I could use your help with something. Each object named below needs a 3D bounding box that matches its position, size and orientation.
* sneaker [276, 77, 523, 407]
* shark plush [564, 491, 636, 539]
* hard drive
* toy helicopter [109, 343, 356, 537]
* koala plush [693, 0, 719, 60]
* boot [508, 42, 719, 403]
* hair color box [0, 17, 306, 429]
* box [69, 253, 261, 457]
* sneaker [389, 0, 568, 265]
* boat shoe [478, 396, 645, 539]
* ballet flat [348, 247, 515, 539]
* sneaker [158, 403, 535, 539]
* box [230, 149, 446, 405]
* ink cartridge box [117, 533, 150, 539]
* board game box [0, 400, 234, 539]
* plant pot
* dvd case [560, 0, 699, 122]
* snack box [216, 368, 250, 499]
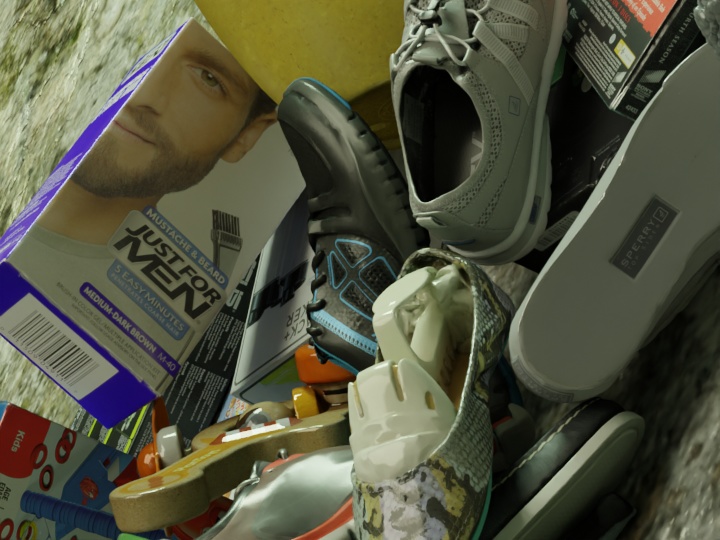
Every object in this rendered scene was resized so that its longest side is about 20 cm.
[{"bbox_3d":[0.000,0.000,1.417,0.082,0.201,0.073,-29,-15,5],"label":"sneaker"},{"bbox_3d":[0.048,0.179,1.285,0.083,0.091,0.201,-3,-65,-80],"label":"shark plush"},{"bbox_3d":[0.129,-0.110,1.439,0.140,0.038,0.201,-39,35,47],"label":"hard drive"},{"bbox_3d":[-0.070,0.092,1.444,0.132,0.200,0.079,-8,98,27],"label":"toy helicopter"},{"bbox_3d":[0.250,-0.120,1.067,0.177,0.184,0.200,-32,17,39],"label":"koala plush"},{"bbox_3d":[0.132,-0.026,1.302,0.200,0.074,0.096,-49,-1,-4],"label":"boot"},{"bbox_3d":[-0.111,-0.027,1.558,0.065,0.109,0.200,-34,19,50],"label":"hair color box"},{"bbox_3d":[-0.122,0.066,1.778,0.201,0.047,0.193,-66,17,-3],"label":"box"},{"bbox_3d":[0.052,-0.107,1.383,0.074,0.082,0.201,-11,77,29],"label":"sneaker"},{"bbox_3d":[0.043,0.124,1.295,0.200,0.076,0.060,-48,65,7],"label":"boat shoe"},{"bbox_3d":[0.023,0.056,1.286,0.072,0.072,0.201,-49,15,33],"label":"ballet flat"},{"bbox_3d":[-0.011,0.103,1.347,0.082,0.199,0.077,46,152,33],"label":"sneaker"},{"bbox_3d":[-0.002,-0.024,1.609,0.117,0.060,0.201,-35,37,51],"label":"box"},{"bbox_3d":[-0.080,0.244,1.413,0.146,0.084,0.201,11,76,43],"label":"ink cartridge box"},{"bbox_3d":[-0.140,0.195,1.508,0.056,0.195,0.201,-9,59,63],"label":"board game box"},{"bbox_3d":[0.009,-0.146,1.515,0.200,0.199,0.143,-39,63,47],"label":"plant pot"},{"bbox_3d":[0.157,-0.181,1.376,0.200,0.022,0.146,-59,23,16],"label":"dvd case"},{"bbox_3d":[-0.078,0.138,1.655,0.072,0.024,0.201,-12,56,66],"label":"snack box"}]
